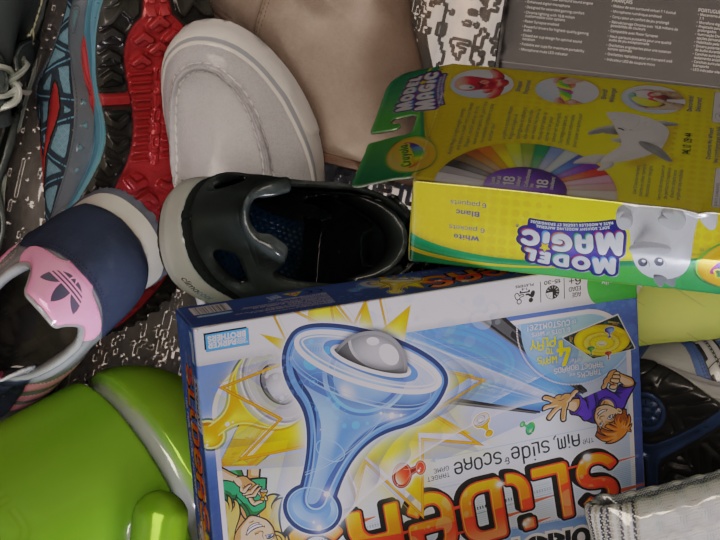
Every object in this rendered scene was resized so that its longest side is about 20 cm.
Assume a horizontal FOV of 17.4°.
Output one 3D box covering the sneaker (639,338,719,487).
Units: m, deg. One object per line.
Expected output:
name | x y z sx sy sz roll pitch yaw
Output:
sneaker | 0.172 0.068 1.096 0.200 0.077 0.076 8 116 20

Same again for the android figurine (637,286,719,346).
android figurine | 0.153 0.026 1.148 0.200 0.041 0.182 35 93 4

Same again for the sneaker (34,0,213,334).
sneaker | -0.121 -0.067 1.171 0.079 0.096 0.200 1 112 -29

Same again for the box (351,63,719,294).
box | 0.102 -0.041 1.041 0.200 0.117 0.048 8 122 7

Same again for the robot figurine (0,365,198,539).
robot figurine | -0.138 0.120 1.119 0.200 0.175 0.116 -30 108 -23

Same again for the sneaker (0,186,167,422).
sneaker | -0.170 0.033 1.118 0.070 0.082 0.200 46 135 0

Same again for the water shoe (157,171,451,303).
water shoe | 0.000 0.000 1.070 0.079 0.200 0.072 -6 79 43

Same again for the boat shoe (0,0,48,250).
boat shoe | -0.179 -0.087 1.148 0.062 0.073 0.200 36 116 32

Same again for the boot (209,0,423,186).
boot | -0.001 -0.125 1.147 0.200 0.070 0.146 15 98 13

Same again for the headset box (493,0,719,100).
headset box | 0.163 -0.176 1.122 0.174 0.093 0.200 7 90 7

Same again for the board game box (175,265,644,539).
board game box | 0.025 0.069 1.031 0.200 0.034 0.135 -9 107 -15

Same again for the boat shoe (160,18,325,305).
boat shoe | -0.057 -0.018 1.115 0.072 0.069 0.200 3 123 16

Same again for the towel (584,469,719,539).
towel | 0.207 0.165 1.024 0.200 0.035 0.193 -13 106 -8
